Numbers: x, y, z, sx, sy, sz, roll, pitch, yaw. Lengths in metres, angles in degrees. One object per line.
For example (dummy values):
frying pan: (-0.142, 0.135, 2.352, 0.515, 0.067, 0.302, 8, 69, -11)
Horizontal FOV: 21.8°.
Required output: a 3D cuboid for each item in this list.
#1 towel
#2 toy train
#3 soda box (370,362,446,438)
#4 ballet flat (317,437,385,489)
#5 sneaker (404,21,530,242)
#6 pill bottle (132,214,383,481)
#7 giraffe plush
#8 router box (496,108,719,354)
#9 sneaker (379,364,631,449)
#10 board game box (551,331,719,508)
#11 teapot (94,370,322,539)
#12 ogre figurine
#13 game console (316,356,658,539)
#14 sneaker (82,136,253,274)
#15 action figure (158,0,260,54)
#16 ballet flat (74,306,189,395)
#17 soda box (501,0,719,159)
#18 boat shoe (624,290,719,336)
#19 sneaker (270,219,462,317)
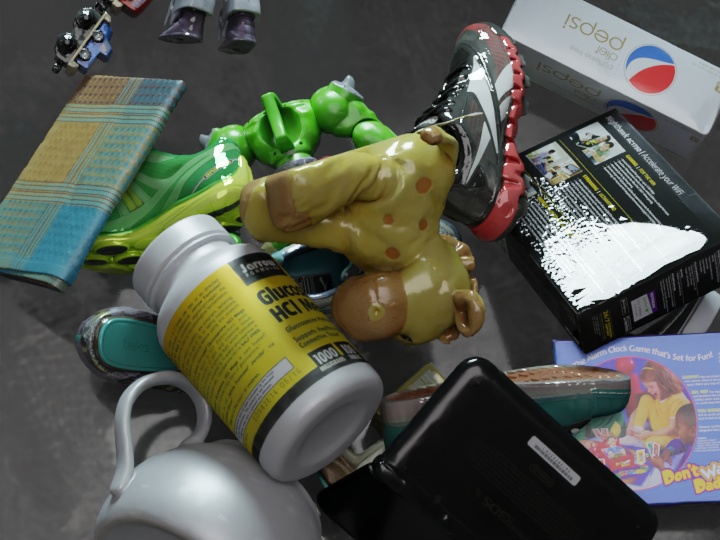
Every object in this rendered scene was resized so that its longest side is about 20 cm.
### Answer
towel: (-0.233, -0.075, 1.532, 0.022, 0.146, 0.201, 44, 68, -37)
toy train: (-0.200, -0.245, 1.623, 0.046, 0.034, 0.201, 37, 76, -8)
soda box: (0.096, 0.174, 1.522, 0.064, 0.068, 0.200, -39, 82, -12)
ballet flat: (-0.017, 0.139, 1.505, 0.072, 0.068, 0.201, -38, 92, 5)
sneaker: (0.085, -0.125, 1.526, 0.097, 0.071, 0.202, 17, 58, -27)
pill bottle: (-0.084, 0.054, 1.430, 0.112, 0.113, 0.200, -38, 67, -12)
giraffe plush: (0.021, -0.015, 1.427, 0.198, 0.173, 0.164, -16, 93, 4)
router box: (0.197, -0.037, 1.536, 0.148, 0.051, 0.200, -25, 43, -9)
sneaker: (0.116, 0.123, 1.460, 0.198, 0.071, 0.081, -9, 97, 11)
board game box: (0.255, 0.120, 1.493, 0.198, 0.045, 0.136, -3, 80, 4)
teapot: (-0.103, 0.201, 1.456, 0.196, 0.201, 0.146, 21, 48, 21)
ogre figurine: (-0.049, -0.085, 1.556, 0.199, 0.098, 0.121, -25, 79, 22)
game console: (0.095, 0.184, 1.436, 0.200, 0.116, 0.176, 41, 89, -8)
sneaker: (-0.174, -0.053, 1.538, 0.198, 0.074, 0.084, -17, 61, 20)
action figure: (-0.118, -0.292, 1.609, 0.129, 0.069, 0.202, 11, 85, -22)
ballet flat: (-0.146, 0.068, 1.523, 0.199, 0.072, 0.073, 15, 72, -36)
soda box: (0.216, -0.175, 1.615, 0.198, 0.068, 0.064, 26, 75, 2)
boat shoe: (0.226, 0.086, 1.554, 0.056, 0.069, 0.200, 39, 79, 6)
sneaker: (0.000, 0.000, 1.541, 0.198, 0.086, 0.078, -18, 76, -19)
